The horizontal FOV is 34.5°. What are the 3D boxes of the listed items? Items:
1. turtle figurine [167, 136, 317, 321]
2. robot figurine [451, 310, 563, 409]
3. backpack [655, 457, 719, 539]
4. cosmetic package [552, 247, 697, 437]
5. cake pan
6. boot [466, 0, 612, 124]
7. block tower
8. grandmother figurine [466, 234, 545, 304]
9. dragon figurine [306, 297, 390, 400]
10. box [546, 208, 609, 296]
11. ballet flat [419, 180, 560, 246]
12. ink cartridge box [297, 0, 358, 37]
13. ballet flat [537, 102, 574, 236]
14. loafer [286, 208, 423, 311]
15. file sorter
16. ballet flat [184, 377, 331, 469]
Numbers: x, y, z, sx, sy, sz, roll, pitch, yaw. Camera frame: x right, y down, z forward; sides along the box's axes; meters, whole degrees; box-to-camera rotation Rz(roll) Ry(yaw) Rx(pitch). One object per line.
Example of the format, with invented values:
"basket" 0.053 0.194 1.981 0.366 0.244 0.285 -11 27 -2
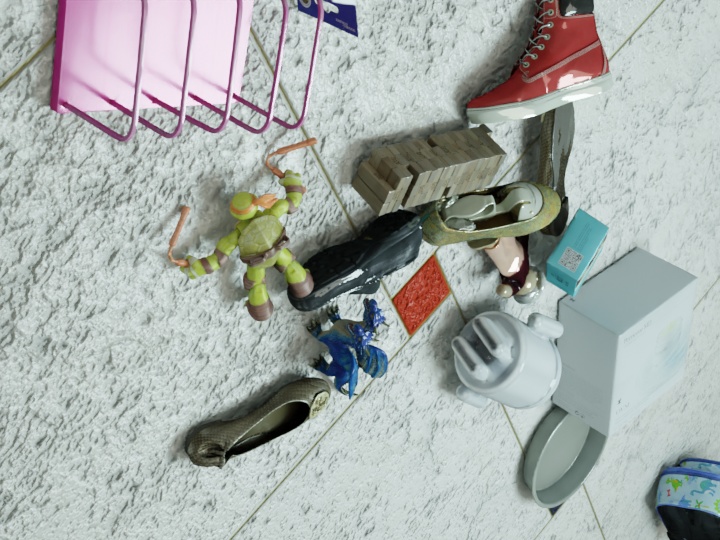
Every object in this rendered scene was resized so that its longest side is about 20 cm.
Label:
"turtle figurine" -0.096 -0.032 1.200 0.200 0.064 0.163 -42 138 -20
"robot figurine" 0.203 0.124 1.584 0.169 0.114 0.199 -41 144 16
"backpack" 0.668 0.449 2.251 0.200 0.180 0.149 48 55 -47
"cosmetic package" 0.407 0.108 1.790 0.198 0.122 0.203 -30 132 -32
"cake pan" 0.334 0.291 1.893 0.199 0.036 0.203 -27 131 -35
"boot" 0.202 -0.262 1.387 0.197 0.072 0.147 -22 107 -18
"block tower" 0.085 -0.118 1.338 0.198 0.058 0.054 -19 147 -40
"grandmother figurine" 0.197 -0.018 1.535 0.123 0.060 0.200 -63 146 -18
"dragon figurine" -0.008 0.107 1.355 0.058 0.099 0.203 -31 137 -29
"box" 0.292 -0.021 1.573 0.083 0.049 0.200 -58 169 -1
"ballet flat" 0.164 -0.075 1.409 0.196 0.071 0.072 -12 125 -17
"ink cartridge box" -0.047 -0.312 1.049 0.037 0.094 0.203 -31 134 -29
"ballet flat" 0.246 -0.139 1.514 0.067 0.046 0.203 -36 133 -41
"loafer" 0.000 0.000 1.320 0.199 0.067 0.071 -33 126 -34
"file sorter" -0.144 -0.191 0.998 0.198 0.125 0.141 -11 122 -43
"ballet flat" -0.108 0.178 1.328 0.198 0.046 0.068 -19 130 -35
